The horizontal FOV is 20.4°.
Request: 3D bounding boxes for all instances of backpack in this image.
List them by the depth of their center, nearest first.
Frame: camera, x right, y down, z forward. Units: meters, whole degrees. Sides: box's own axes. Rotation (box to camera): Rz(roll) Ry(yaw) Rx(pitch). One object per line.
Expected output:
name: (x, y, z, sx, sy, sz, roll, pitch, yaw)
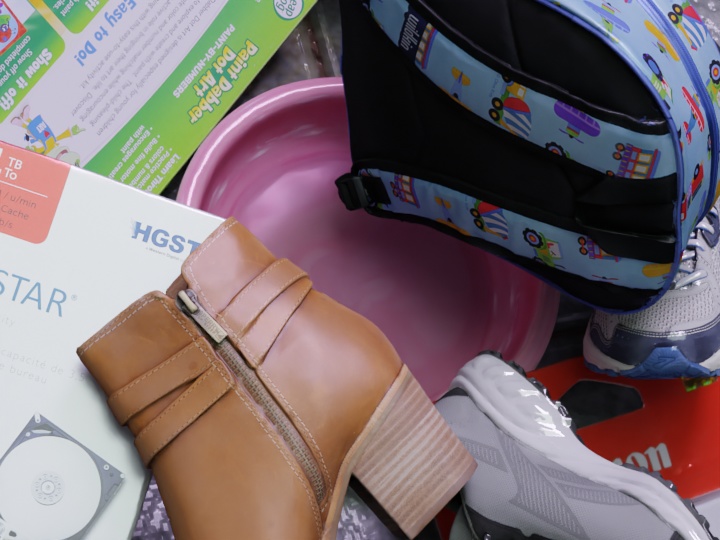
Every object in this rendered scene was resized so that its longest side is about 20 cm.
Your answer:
backpack: (0.089, -0.086, 0.915, 0.199, 0.184, 0.134, 30, 52, 34)

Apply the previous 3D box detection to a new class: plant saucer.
plant saucer: (0.000, 0.000, 1.007, 0.198, 0.051, 0.202, 6, 63, -12)

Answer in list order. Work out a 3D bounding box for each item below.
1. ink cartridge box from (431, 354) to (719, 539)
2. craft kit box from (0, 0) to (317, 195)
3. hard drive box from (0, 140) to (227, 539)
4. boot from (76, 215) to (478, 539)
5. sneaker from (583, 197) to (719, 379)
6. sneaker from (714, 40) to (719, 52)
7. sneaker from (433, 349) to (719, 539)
ink cartridge box: (0.136, 0.123, 0.957, 0.198, 0.043, 0.175, -16, 88, -22)
craft kit box: (-0.140, -0.141, 0.986, 0.198, 0.048, 0.201, 47, 63, -20)
hard drive box: (-0.161, 0.053, 0.889, 0.154, 0.077, 0.202, 18, 77, -6)
boot: (-0.066, 0.089, 0.831, 0.155, 0.074, 0.200, 46, 68, -1)
sneaker: (0.146, -0.011, 0.983, 0.076, 0.086, 0.200, -3, 22, 9)
sneaker: (0.103, -0.116, 1.086, 0.199, 0.072, 0.083, 27, 55, 12)
sneaker: (0.091, 0.116, 0.866, 0.079, 0.074, 0.200, -39, 45, -17)
